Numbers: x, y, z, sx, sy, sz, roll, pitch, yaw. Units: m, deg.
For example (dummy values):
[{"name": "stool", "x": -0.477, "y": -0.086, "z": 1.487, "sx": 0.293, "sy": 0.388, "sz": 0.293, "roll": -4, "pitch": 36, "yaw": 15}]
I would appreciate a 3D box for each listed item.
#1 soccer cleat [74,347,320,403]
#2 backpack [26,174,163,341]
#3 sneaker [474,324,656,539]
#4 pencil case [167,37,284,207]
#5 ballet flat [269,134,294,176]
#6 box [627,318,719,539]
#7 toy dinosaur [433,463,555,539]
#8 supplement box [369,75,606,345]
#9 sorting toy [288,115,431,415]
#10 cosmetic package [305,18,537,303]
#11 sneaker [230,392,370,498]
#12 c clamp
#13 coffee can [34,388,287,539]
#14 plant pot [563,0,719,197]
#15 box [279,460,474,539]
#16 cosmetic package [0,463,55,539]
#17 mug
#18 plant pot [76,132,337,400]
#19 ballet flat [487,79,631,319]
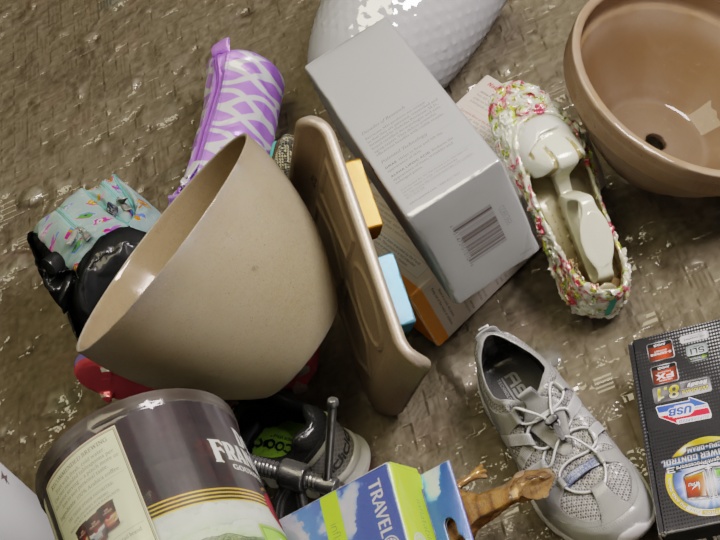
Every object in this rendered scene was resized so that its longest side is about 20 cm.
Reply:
[{"name": "soccer cleat", "x": -0.132, "y": 0.065, "z": 1.187, "sx": 0.199, "sy": 0.067, "sz": 0.077, "roll": -2, "pitch": 53, "yaw": -10}, {"name": "backpack", "x": -0.208, "y": 0.004, "z": 1.272, "sx": 0.126, "sy": 0.167, "sz": 0.200, "roll": -33, "pitch": 32, "yaw": -11}, {"name": "sneaker", "x": 0.131, "y": 0.118, "z": 1.032, "sx": 0.075, "sy": 0.082, "sz": 0.200, "roll": -37, "pitch": 46, "yaw": -4}, {"name": "pencil case", "x": -0.126, "y": -0.116, "z": 1.359, "sx": 0.084, "sy": 0.085, "sz": 0.201, "roll": -25, "pitch": 40, "yaw": 36}, {"name": "ballet flat", "x": -0.063, "y": -0.039, "z": 1.283, "sx": 0.075, "sy": 0.068, "sz": 0.201, "roll": 7, "pitch": 54, "yaw": 14}, {"name": "box", "x": 0.292, "y": 0.099, "z": 0.988, "sx": 0.199, "sy": 0.044, "sz": 0.161, "roll": -15, "pitch": 48, "yaw": 17}, {"name": "toy dinosaur", "x": 0.049, "y": 0.194, "z": 1.018, "sx": 0.200, "sy": 0.060, "sz": 0.106, "roll": -51, "pitch": 18, "yaw": 13}, {"name": "supplement box", "x": 0.086, "y": -0.052, "z": 1.201, "sx": 0.200, "sy": 0.074, "sz": 0.126, "roll": -43, "pitch": 47, "yaw": -9}, {"name": "sorting toy", "x": 0.000, "y": 0.000, "z": 1.089, "sx": 0.036, "sy": 0.185, "sz": 0.201, "roll": -21, "pitch": 77, "yaw": -11}, {"name": "cosmetic package", "x": 0.045, "y": -0.087, "z": 1.113, "sx": 0.081, "sy": 0.113, "sz": 0.200, "roll": -33, "pitch": 46, "yaw": -1}, {"name": "sneaker", "x": -0.093, "y": 0.129, "z": 1.139, "sx": 0.199, "sy": 0.088, "sz": 0.074, "roll": 1, "pitch": 55, "yaw": 29}, {"name": "c clamp", "x": -0.104, "y": 0.158, "z": 1.086, "sx": 0.199, "sy": 0.172, "sz": 0.027, "roll": 7, "pitch": 18, "yaw": 22}, {"name": "coffee can", "x": -0.115, "y": 0.201, "z": 0.958, "sx": 0.146, "sy": 0.146, "sz": 0.200, "roll": -31, "pitch": 55, "yaw": 2}, {"name": "plant pot", "x": 0.245, "y": -0.124, "z": 1.135, "sx": 0.200, "sy": 0.093, "sz": 0.202, "roll": 7, "pitch": 54, "yaw": -10}, {"name": "box", "x": -0.014, "y": 0.220, "z": 1.000, "sx": 0.200, "sy": 0.048, "sz": 0.122, "roll": -32, "pitch": 57, "yaw": 25}, {"name": "cosmetic package", "x": -0.279, "y": 0.219, "z": 1.089, "sx": 0.081, "sy": 0.200, "sz": 0.113, "roll": -21, "pitch": 49, "yaw": 12}, {"name": "mug", "x": 0.025, "y": -0.226, "z": 1.345, "sx": 0.176, "sy": 0.147, "sz": 0.200, "roll": -58, "pitch": 20, "yaw": -13}, {"name": "plant pot", "x": -0.096, "y": 0.018, "z": 1.082, "sx": 0.200, "sy": 0.134, "sz": 0.200, "roll": -48, "pitch": 15, "yaw": 17}, {"name": "ballet flat", "x": 0.159, "y": -0.060, "z": 1.110, "sx": 0.075, "sy": 0.064, "sz": 0.201, "roll": -23, "pitch": 85, "yaw": -12}]
